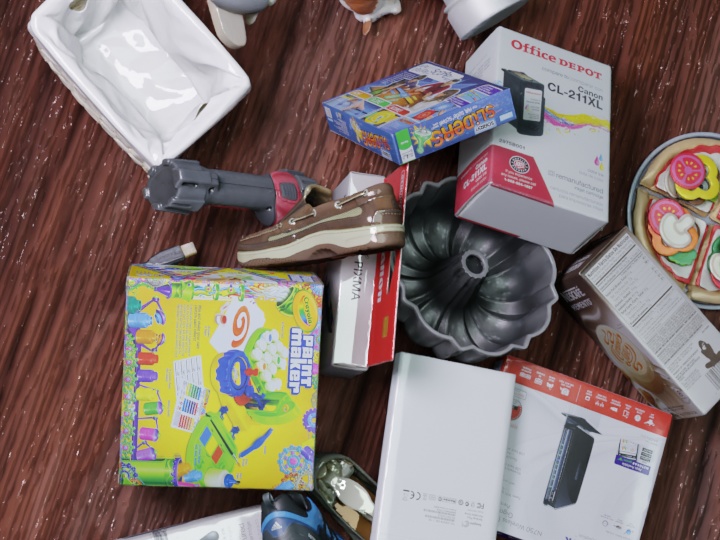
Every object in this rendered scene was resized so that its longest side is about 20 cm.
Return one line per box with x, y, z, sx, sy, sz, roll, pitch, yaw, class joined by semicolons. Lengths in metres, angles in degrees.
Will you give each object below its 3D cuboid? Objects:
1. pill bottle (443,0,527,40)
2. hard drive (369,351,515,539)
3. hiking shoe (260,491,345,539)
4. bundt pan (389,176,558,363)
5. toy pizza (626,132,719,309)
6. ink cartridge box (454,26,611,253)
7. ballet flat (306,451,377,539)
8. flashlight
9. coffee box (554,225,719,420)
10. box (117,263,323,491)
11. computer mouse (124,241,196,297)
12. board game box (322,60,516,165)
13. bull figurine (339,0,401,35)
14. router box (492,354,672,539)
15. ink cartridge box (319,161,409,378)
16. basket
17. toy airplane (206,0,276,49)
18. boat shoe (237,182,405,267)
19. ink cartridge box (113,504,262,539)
0.097;-0.359;1.798;0.114;0.114;0.202;-29;89;-15;pill bottle
0.084;0.195;1.698;0.130;0.027;0.203;12;79;-17;hard drive
-0.049;0.259;1.632;0.073;0.200;0.088;-13;79;6;hiking shoe
0.103;0.008;1.745;0.200;0.076;0.204;12;62;-22;bundt pan
0.394;-0.058;1.863;0.197;0.032;0.203;2;81;-13;toy pizza
0.184;-0.139;1.763;0.144;0.083;0.202;16;59;-18;ink cartridge box
0.021;0.263;1.712;0.200;0.064;0.068;42;75;-4;ballet flat
-0.130;-0.076;1.681;0.199;0.068;0.068;3;115;-45;flashlight
0.306;0.059;1.784;0.080;0.114;0.200;-42;91;-15;coffee box
-0.138;0.103;1.639;0.190;0.122;0.203;3;95;-6;box
-0.145;0.035;1.719;0.198;0.046;0.142;-16;94;-4;computer mouse
0.057;-0.166;1.718;0.134;0.200;0.035;-22;112;-14;board game box
-0.003;-0.336;1.745;0.200;0.121;0.066;41;41;-34;bull figurine
0.215;0.209;1.772;0.198;0.049;0.182;19;78;-9;router box
0.000;0.000;1.690;0.044;0.176;0.203;7;80;-12;ink cartridge box
-0.226;-0.208;1.693;0.135;0.123;0.200;-43;93;-11;basket
-0.147;-0.353;1.683;0.140;0.200;0.201;-15;125;19;toy airplane
-0.040;-0.047;1.649;0.074;0.200;0.076;0;83;-55;boat shoe
-0.177;0.326;1.648;0.197;0.085;0.148;-12;84;-13;ink cartridge box
